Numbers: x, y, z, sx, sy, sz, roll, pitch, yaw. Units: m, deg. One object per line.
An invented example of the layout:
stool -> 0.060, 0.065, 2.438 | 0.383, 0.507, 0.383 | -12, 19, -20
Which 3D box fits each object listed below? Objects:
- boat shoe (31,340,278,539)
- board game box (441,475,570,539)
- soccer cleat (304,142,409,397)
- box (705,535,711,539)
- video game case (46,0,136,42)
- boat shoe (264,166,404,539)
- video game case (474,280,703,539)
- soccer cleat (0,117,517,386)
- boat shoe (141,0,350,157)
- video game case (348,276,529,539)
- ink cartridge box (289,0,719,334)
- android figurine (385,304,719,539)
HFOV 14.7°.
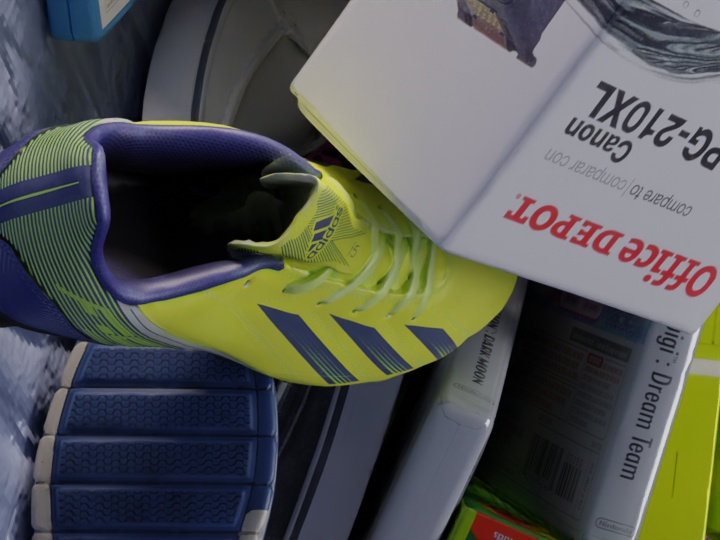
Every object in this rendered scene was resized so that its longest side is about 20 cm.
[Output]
boat shoe -> -0.064, 0.100, 0.855 | 0.072, 0.072, 0.202 | 88, 7, -81
board game box -> 0.067, 0.114, 0.967 | 0.200, 0.101, 0.048 | -163, -83, -89
soccer cleat -> 0.000, 0.000, 1.037 | 0.200, 0.069, 0.087 | -58, 159, -47
box -> 0.127, 0.139, 1.183 | 0.100, 0.095, 0.202 | -132, -138, -84
video game case -> -0.070, -0.188, 0.828 | 0.143, 0.018, 0.201 | -57, 147, -56
boat shoe -> -0.022, 0.032, 0.913 | 0.072, 0.067, 0.201 | -94, -158, -81
video game case -> 0.084, -0.006, 0.983 | 0.200, 0.024, 0.183 | -156, -97, -77
soccer cleat -> -0.020, -0.006, 0.795 | 0.199, 0.083, 0.065 | 5, 73, -40
boat shoe -> -0.018, -0.080, 0.942 | 0.201, 0.065, 0.074 | -66, 155, -46
video game case -> 0.009, 0.093, 0.971 | 0.182, 0.023, 0.201 | -69, -178, -67
ink cartridge box -> 0.097, -0.091, 0.806 | 0.144, 0.084, 0.200 | 17, 115, -51
android figurine -> 0.078, 0.058, 1.105 | 0.041, 0.180, 0.202 | 166, -72, -87
